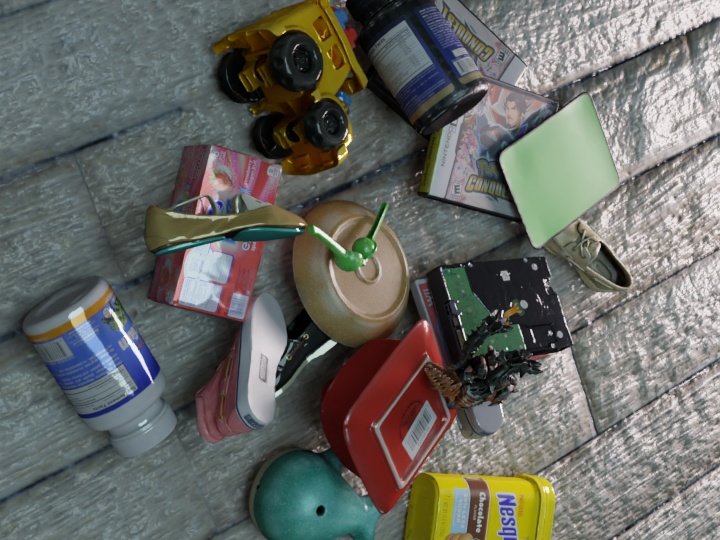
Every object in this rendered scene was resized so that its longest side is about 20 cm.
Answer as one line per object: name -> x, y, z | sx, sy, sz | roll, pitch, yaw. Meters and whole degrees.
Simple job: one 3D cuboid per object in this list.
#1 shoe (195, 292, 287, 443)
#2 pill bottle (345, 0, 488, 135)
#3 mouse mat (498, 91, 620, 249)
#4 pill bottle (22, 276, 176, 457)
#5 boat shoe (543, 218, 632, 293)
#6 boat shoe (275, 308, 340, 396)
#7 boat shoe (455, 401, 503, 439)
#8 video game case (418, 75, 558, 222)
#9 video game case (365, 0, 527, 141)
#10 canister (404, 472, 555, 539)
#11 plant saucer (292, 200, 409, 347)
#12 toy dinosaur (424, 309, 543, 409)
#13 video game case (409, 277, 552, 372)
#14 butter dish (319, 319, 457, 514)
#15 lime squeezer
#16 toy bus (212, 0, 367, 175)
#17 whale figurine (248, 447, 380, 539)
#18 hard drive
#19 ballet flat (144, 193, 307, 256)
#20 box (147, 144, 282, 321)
shoe -> -0.150, 0.118, 1.491 | 0.071, 0.091, 0.200 | 44, 34, -36
pill bottle -> 0.069, -0.286, 1.566 | 0.112, 0.112, 0.200 | -30, 84, -24
mouse mat -> 0.288, -0.144, 1.738 | 0.200, 0.008, 0.161 | -35, 114, -25
pill bottle -> -0.300, 0.117, 1.428 | 0.112, 0.112, 0.200 | -37, 111, -22
boat shoe -> 0.330, -0.037, 1.796 | 0.200, 0.065, 0.072 | 44, 73, -24
boat shoe -> -0.101, 0.111, 1.564 | 0.201, 0.074, 0.063 | -43, 107, -23
boat shoe -> 0.142, 0.140, 1.701 | 0.071, 0.070, 0.200 | -5, 72, -35
video game case -> 0.181, -0.172, 1.687 | 0.200, 0.025, 0.181 | 12, 90, -35
video game case -> 0.121, -0.273, 1.682 | 0.200, 0.025, 0.181 | 38, 76, -26
canister -> 0.168, 0.363, 1.727 | 0.200, 0.087, 0.149 | 8, 90, -28
plant saucer -> 0.000, 0.000, 1.592 | 0.200, 0.035, 0.201 | 14, 68, -39
toy dinosaur -> 0.152, 0.137, 1.550 | 0.102, 0.200, 0.136 | 47, 113, 12
video game case -> 0.171, 0.069, 1.697 | 0.200, 0.017, 0.143 | -8, 73, -36
butter dish -> 0.013, 0.177, 1.574 | 0.200, 0.148, 0.200 | -51, 138, -31
lime squeezer -> -0.010, -0.037, 1.538 | 0.200, 0.038, 0.071 | -22, 88, -59
toy bus -> -0.060, -0.247, 1.536 | 0.192, 0.136, 0.200 | -44, 116, -37
whale figurine -> -0.046, 0.312, 1.591 | 0.200, 0.104, 0.159 | 24, 82, -29
hard drive -> 0.195, 0.056, 1.684 | 0.200, 0.038, 0.140 | -6, 71, -36
ballet flat -> -0.156, -0.061, 1.414 | 0.200, 0.069, 0.063 | -9, 84, -29
box -> -0.181, -0.046, 1.491 | 0.102, 0.095, 0.200 | 14, 87, -29
